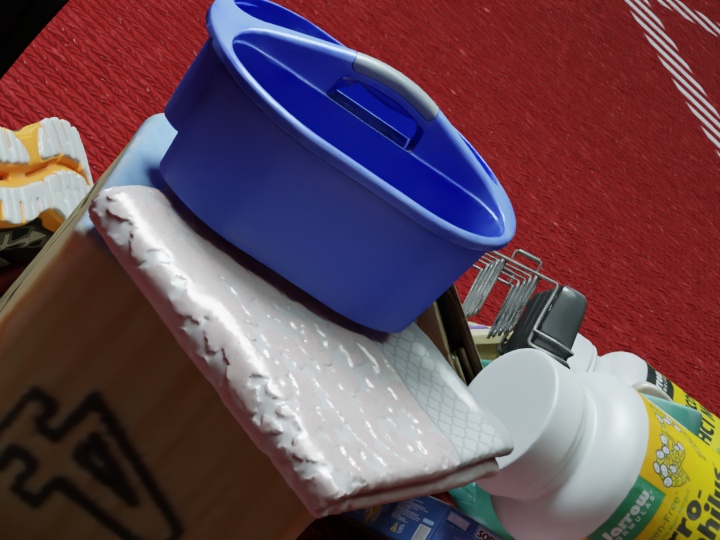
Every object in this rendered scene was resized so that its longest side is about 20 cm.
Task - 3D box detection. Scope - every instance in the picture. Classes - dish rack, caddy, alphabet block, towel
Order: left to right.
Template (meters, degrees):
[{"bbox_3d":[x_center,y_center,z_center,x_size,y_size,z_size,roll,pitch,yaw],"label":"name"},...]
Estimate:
[{"bbox_3d":[-0.113,0.068,1.458,0.196,0.200,0.195,39,24,-6],"label":"alphabet block"},{"bbox_3d":[-0.027,0.035,1.360,0.200,0.032,0.191,51,25,20],"label":"towel"},{"bbox_3d":[-0.010,-0.064,1.386,0.200,0.105,0.141,33,24,-19],"label":"caddy"},{"bbox_3d":[0.046,-0.004,1.667,0.200,0.055,0.153,28,-5,-2],"label":"dish rack"}]

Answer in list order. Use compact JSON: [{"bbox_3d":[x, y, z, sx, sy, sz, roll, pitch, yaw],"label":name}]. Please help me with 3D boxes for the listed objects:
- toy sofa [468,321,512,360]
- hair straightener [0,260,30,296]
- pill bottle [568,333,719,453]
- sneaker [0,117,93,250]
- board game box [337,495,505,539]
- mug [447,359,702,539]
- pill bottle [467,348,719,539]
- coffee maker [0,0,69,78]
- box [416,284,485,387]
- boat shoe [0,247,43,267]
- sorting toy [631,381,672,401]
[{"bbox_3d":[0.027,0.076,1.766,0.097,0.083,0.200,10,5,32],"label":"toy sofa"},{"bbox_3d":[-0.268,0.000,1.540,0.077,0.041,0.200,53,29,3],"label":"hair straightener"},{"bbox_3d":[0.204,0.133,1.964,0.200,0.112,0.113,37,23,-13],"label":"pill bottle"},{"bbox_3d":[-0.211,-0.045,1.557,0.200,0.077,0.078,13,59,-70],"label":"sneaker"},{"bbox_3d":[0.060,0.174,1.639,0.135,0.035,0.200,34,-7,-21],"label":"board game box"},{"bbox_3d":[0.118,0.126,1.716,0.185,0.115,0.152,13,-4,6],"label":"mug"},{"bbox_3d":[0.147,0.129,1.562,0.200,0.113,0.113,37,22,-33],"label":"pill bottle"},{"bbox_3d":[-0.258,-0.130,1.570,0.135,0.200,0.192,27,27,-30],"label":"coffee maker"},{"bbox_3d":[0.000,0.000,1.592,0.200,0.021,0.164,40,-20,40],"label":"box"},{"bbox_3d":[-0.180,-0.022,1.686,0.201,0.061,0.072,26,28,-34],"label":"boat shoe"},{"bbox_3d":[0.207,0.216,1.854,0.180,0.107,0.200,45,34,-29],"label":"sorting toy"}]
